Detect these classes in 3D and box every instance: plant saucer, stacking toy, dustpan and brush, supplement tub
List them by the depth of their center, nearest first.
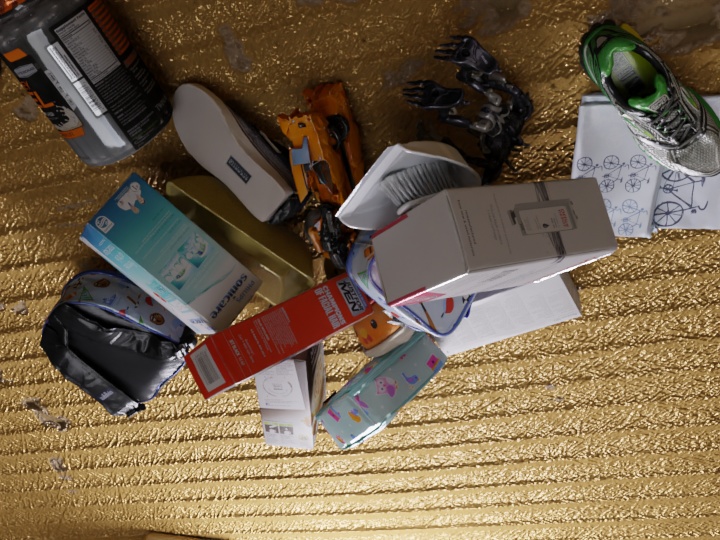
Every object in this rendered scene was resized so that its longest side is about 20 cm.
[{"bbox_3d":[0.091,-0.082,0.747,0.199,0.057,0.140,-15,161,-33],"label":"dustpan and brush"},{"bbox_3d":[-0.306,-0.224,0.787,0.122,0.123,0.200,-16,126,22],"label":"supplement tub"},{"bbox_3d":[-0.149,-0.039,0.912,0.200,0.049,0.200,34,160,-7],"label":"plant saucer"},{"bbox_3d":[0.000,0.000,0.946,0.200,0.146,0.146,45,126,-5],"label":"stacking toy"}]

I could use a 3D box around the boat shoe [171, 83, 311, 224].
[{"bbox_3d":[-0.134,-0.141,0.867,0.075,0.093,0.200,-42,83,29],"label":"boat shoe"}]

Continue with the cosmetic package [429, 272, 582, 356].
[{"bbox_3d":[0.186,0.048,0.980,0.199,0.051,0.083,-20,122,25],"label":"cosmetic package"}]

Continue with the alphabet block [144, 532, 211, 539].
[{"bbox_3d":[-0.377,0.705,1.558,0.199,0.197,0.196,5,130,6],"label":"alphabet block"}]

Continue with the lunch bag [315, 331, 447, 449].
[{"bbox_3d":[0.028,0.165,1.028,0.077,0.160,0.200,48,145,4],"label":"lunch bag"}]

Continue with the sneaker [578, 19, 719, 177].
[{"bbox_3d":[0.297,-0.162,0.735,0.200,0.085,0.078,39,117,-12],"label":"sneaker"}]

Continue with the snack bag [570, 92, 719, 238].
[{"bbox_3d":[0.343,-0.114,0.831,0.199,0.021,0.189,2,130,9],"label":"snack bag"}]

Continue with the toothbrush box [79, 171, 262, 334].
[{"bbox_3d":[-0.237,-0.013,0.901,0.200,0.085,0.146,41,161,-17],"label":"toothbrush box"}]

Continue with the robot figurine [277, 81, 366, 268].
[{"bbox_3d":[-0.032,-0.104,0.838,0.058,0.145,0.201,2,124,23],"label":"robot figurine"}]

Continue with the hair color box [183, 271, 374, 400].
[{"bbox_3d":[-0.095,0.076,0.860,0.064,0.200,0.111,61,146,3],"label":"hair color box"}]

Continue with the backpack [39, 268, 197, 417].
[{"bbox_3d":[-0.347,0.083,1.043,0.190,0.154,0.200,28,124,-25],"label":"backpack"}]

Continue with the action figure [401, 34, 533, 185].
[{"bbox_3d":[0.118,-0.168,0.766,0.102,0.119,0.200,33,-179,30],"label":"action figure"}]

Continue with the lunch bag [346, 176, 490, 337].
[{"bbox_3d":[0.084,-0.026,0.847,0.160,0.200,0.075,37,168,-25],"label":"lunch bag"}]

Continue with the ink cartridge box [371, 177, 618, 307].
[{"bbox_3d":[0.135,-0.028,0.744,0.199,0.083,0.146,-8,168,-31],"label":"ink cartridge box"}]

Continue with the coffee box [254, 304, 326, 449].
[{"bbox_3d":[-0.102,0.159,1.088,0.079,0.115,0.201,5,132,7],"label":"coffee box"}]
